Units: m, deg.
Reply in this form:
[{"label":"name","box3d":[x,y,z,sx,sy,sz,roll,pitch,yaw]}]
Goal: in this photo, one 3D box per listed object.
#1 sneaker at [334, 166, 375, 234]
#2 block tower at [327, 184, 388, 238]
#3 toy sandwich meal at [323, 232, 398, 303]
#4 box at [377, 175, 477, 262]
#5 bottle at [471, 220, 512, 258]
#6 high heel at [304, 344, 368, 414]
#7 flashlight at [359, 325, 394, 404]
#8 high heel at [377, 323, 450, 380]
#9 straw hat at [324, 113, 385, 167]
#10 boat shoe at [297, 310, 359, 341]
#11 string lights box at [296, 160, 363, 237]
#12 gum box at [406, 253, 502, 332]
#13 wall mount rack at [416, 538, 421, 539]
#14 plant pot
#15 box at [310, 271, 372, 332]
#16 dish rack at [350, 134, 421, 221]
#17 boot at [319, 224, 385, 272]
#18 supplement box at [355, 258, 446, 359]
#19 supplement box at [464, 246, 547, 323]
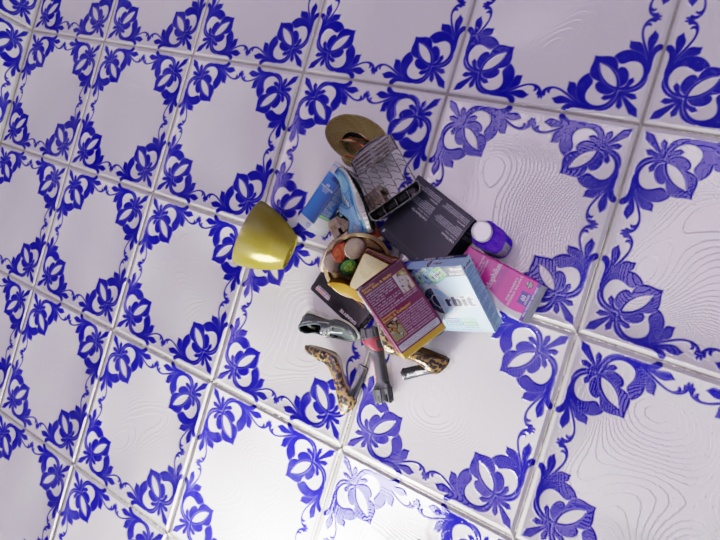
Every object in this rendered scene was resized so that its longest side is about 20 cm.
[{"label":"sneaker","box3d":[-0.035,-0.180,1.426,0.089,0.078,0.203,-25,71,12]},{"label":"block tower","box3d":[-0.003,-0.158,1.528,0.199,0.054,0.058,-36,71,18]},{"label":"toy sandwich meal","box3d":[0.000,0.000,1.403,0.200,0.071,0.209,-1,113,-2]},{"label":"box","box3d":[0.181,-0.107,1.405,0.200,0.104,0.183,43,101,24]},{"label":"bottle","box3d":[0.307,-0.076,1.287,0.083,0.199,0.066,26,94,24]},{"label":"high heel","box3d":[-0.090,0.298,1.493,0.197,0.071,0.145,22,87,17]},{"label":"flashlight","box3d":[0.044,0.252,1.453,0.067,0.068,0.204,-11,83,15]},{"label":"high heel","box3d":[0.135,0.183,1.378,0.141,0.072,0.202,-20,111,26]},{"label":"straw hat","box3d":[-0.018,-0.343,1.537,0.202,0.199,0.086,52,148,21]},{"label":"boat shoe","box3d":[-0.091,0.169,1.510,0.197,0.062,0.074,14,133,33]},{"label":"string lights box","box3d":[-0.086,-0.200,1.547,0.059,0.102,0.201,40,100,25]},{"label":"gum box","box3d":[0.222,0.058,1.291,0.168,0.045,0.202,-3,125,48]},{"label":"wall mount rack","box3d":[0.112,0.772,1.346,0.197,0.074,0.177,-21,75,23]},{"label":"plant pot","box3d":[-0.268,-0.082,1.590,0.140,0.200,0.203,25,95,1]},{"label":"box","box3d":[-0.016,0.032,1.515,0.199,0.050,0.200,41,100,25]},{"label":"dish rack","box3d":[0.058,-0.244,1.389,0.152,0.054,0.203,-31,77,19]},{"label":"boot","box3d":[-0.024,-0.050,1.465,0.200,0.075,0.108,-45,71,9]},{"label":"supplement box","box3d":[0.094,0.093,1.309,0.130,0.103,0.202,-34,90,-5]},{"label":"supplement box","box3d":[0.336,0.035,1.315,0.198,0.103,0.103,30,98,27]}]
